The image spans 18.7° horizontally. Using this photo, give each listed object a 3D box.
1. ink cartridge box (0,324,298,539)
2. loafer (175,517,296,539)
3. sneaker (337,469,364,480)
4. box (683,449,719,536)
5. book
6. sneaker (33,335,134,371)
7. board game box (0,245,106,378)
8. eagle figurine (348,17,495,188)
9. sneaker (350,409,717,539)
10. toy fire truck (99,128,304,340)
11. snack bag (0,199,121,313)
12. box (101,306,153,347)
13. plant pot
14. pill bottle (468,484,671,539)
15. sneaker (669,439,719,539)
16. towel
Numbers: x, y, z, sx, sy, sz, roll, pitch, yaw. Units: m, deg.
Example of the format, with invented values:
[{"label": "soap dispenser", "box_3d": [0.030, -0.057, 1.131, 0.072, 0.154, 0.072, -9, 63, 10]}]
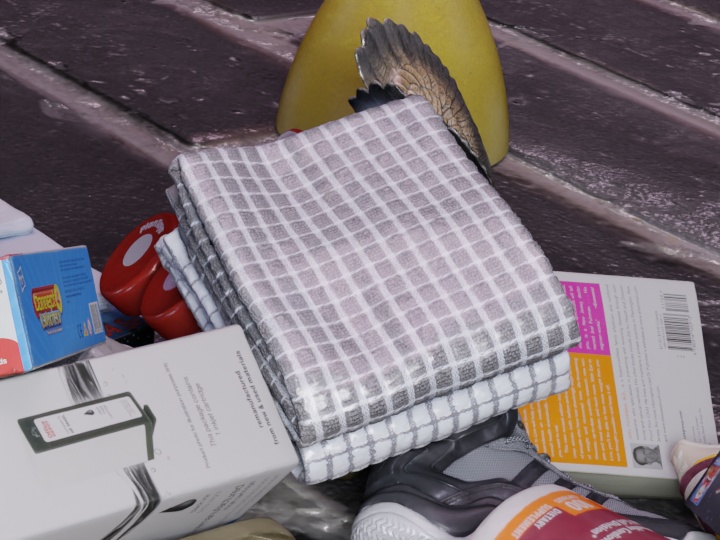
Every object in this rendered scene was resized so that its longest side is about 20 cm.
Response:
[{"label": "ink cartridge box", "box_3d": [-0.155, 0.110, 1.081, 0.200, 0.146, 0.084, -13, 71, -36]}, {"label": "loafer", "box_3d": [-0.086, 0.169, 1.058, 0.067, 0.076, 0.200, 16, 24, 38]}, {"label": "sneaker", "box_3d": [0.032, 0.068, 1.339, 0.090, 0.067, 0.200, 14, 27, 2]}, {"label": "box", "box_3d": [0.246, 0.156, 1.074, 0.136, 0.038, 0.200, 34, 2, -8]}, {"label": "book", "box_3d": [0.110, 0.063, 1.284, 0.200, 0.048, 0.134, 5, 64, -18]}, {"label": "sneaker", "box_3d": [-0.152, 0.074, 1.257, 0.200, 0.075, 0.082, 29, 5, -11]}, {"label": "board game box", "box_3d": [-0.243, 0.036, 1.100, 0.195, 0.056, 0.200, -12, 1, 3]}, {"label": "eagle figurine", "box_3d": [0.045, -0.051, 1.454, 0.152, 0.200, 0.151, 24, 28, 36]}, {"label": "sneaker", "box_3d": [0.096, 0.112, 1.172, 0.200, 0.076, 0.114, 7, 60, -7]}, {"label": "toy fire truck", "box_3d": [-0.050, -0.009, 1.301, 0.112, 0.168, 0.200, 42, -9, -24]}, {"label": "snack bag", "box_3d": [-0.269, -0.012, 1.337, 0.200, 0.021, 0.188, 32, 30, 35]}, {"label": "box", "box_3d": [-0.243, 0.053, 1.324, 0.136, 0.038, 0.200, 22, 27, 32]}, {"label": "plant pot", "box_3d": [0.034, -0.180, 1.833, 0.200, 0.142, 0.200, 6, 22, -2]}, {"label": "pill bottle", "box_3d": [0.143, 0.188, 1.021, 0.200, 0.114, 0.114, 24, 29, 37]}, {"label": "sneaker", "box_3d": [0.275, 0.110, 1.266, 0.200, 0.075, 0.090, -8, 47, -31]}, {"label": "towel", "box_3d": [0.000, 0.000, 1.155, 0.165, 0.086, 0.200, -21, 54, -16]}]
